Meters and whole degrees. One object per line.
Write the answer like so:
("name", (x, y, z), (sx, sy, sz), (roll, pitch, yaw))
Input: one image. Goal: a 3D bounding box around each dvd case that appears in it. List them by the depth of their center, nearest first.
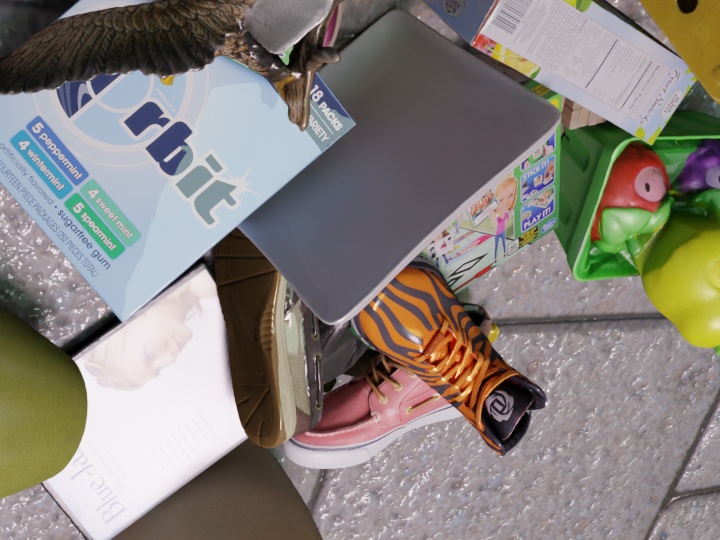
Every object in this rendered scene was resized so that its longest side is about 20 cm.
("dvd case", (-0.164, 0.104, 0.919), (0.199, 0.018, 0.144), (-35, 113, -6))

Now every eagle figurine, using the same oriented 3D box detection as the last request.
("eagle figurine", (-0.110, -0.151, 0.666), (0.197, 0.153, 0.152), (17, 118, -19))

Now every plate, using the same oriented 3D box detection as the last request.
("plate", (0.009, -0.072, 0.799), (0.200, 0.199, 0.032), (-42, 135, -6))

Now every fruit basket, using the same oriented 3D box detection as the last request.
("fruit basket", (0.275, -0.039, 1.011), (0.213, 0.216, 0.157), (-5, 126, -30))

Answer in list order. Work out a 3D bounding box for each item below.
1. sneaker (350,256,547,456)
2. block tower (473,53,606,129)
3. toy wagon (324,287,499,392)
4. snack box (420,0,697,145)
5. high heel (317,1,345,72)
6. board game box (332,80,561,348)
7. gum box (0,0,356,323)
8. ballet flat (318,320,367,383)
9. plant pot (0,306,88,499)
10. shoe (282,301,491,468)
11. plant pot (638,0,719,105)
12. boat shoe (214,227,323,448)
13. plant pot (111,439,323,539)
("sneaker", (0.076, 0.065, 0.871), (0.078, 0.112, 0.199), (-51, 137, 3))
("block tower", (0.148, -0.146, 0.949), (0.197, 0.054, 0.059), (-13, 129, -26))
("toy wagon", (0.038, 0.041, 1.027), (0.198, 0.040, 0.156), (15, 114, -40))
("snack box", (0.115, -0.181, 0.820), (0.198, 0.169, 0.068), (17, 115, -39))
("high heel", (-0.048, -0.204, 0.791), (0.095, 0.068, 0.202), (21, 116, -11))
("board game box", (0.071, -0.043, 0.896), (0.199, 0.029, 0.136), (-32, 140, -22))
("gum box", (-0.131, -0.097, 0.759), (0.199, 0.045, 0.171), (-40, 107, -2))
("ballet flat", (0.000, 0.000, 0.933), (0.066, 0.057, 0.202), (-3, 122, -52))
("plant pot", (-0.281, 0.083, 0.771), (0.188, 0.187, 0.199), (-53, 147, 13))
("shoe", (0.024, 0.089, 0.981), (0.198, 0.071, 0.092), (-16, 129, -29))
("plant pot", (0.280, -0.214, 0.791), (0.175, 0.201, 0.200), (-20, 162, -49))
("boat shoe", (-0.064, 0.028, 0.902), (0.064, 0.072, 0.204), (-9, 101, -48))
("plant pot", (-0.095, 0.254, 0.951), (0.185, 0.199, 0.191), (-8, 108, -27))
